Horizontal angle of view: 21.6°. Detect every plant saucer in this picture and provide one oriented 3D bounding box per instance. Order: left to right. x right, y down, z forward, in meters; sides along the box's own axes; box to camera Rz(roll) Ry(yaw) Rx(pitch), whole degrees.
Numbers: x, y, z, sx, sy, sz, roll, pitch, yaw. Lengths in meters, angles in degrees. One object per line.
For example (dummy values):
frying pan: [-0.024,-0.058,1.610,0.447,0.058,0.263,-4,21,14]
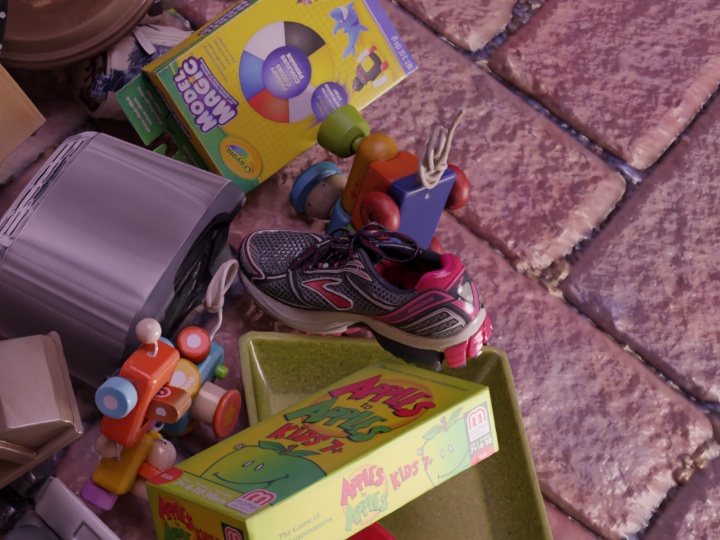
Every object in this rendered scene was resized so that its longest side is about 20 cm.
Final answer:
plant saucer: [-0.234,-0.245,1.365,0.200,0.029,0.201,-1,82,6]
plant saucer: [0.018,0.139,1.267,0.200,0.048,0.200,4,50,-19]

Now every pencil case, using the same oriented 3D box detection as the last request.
pencil case: [-0.114,-0.151,1.434,0.200,0.089,0.078,1,65,-22]

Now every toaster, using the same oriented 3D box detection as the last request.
toaster: [-0.173,-0.002,1.270,0.129,0.114,0.200,25,49,5]

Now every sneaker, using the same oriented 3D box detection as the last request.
sneaker: [0.000,0.000,1.271,0.200,0.075,0.081,14,50,34]

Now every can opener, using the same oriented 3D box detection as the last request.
can opener: [-0.219,0.134,1.164,0.200,0.053,0.066,43,18,19]

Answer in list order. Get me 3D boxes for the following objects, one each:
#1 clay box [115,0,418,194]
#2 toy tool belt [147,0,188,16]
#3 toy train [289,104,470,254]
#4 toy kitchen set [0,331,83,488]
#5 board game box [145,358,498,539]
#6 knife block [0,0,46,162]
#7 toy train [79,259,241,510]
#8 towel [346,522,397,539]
clay box: [-0.069,-0.140,1.387,0.200,0.048,0.115,-38,111,-13]
toy tool belt: [-0.225,-0.257,1.453,0.200,0.125,0.123,-21,57,-15]
toy train: [0.015,-0.078,1.351,0.085,0.200,0.116,-23,58,-35]
toy kitchen set: [-0.277,0.089,1.060,0.180,0.163,0.200,29,35,-51]
board game box: [-0.021,0.121,1.166,0.200,0.048,0.101,-26,24,-36]
knife block: [-0.310,-0.133,1.278,0.200,0.064,0.176,-47,107,-25]
toy train: [-0.111,0.077,1.185,0.056,0.150,0.200,28,27,7]
towel: [-0.017,0.248,1.136,0.145,0.022,0.200,40,60,1]
